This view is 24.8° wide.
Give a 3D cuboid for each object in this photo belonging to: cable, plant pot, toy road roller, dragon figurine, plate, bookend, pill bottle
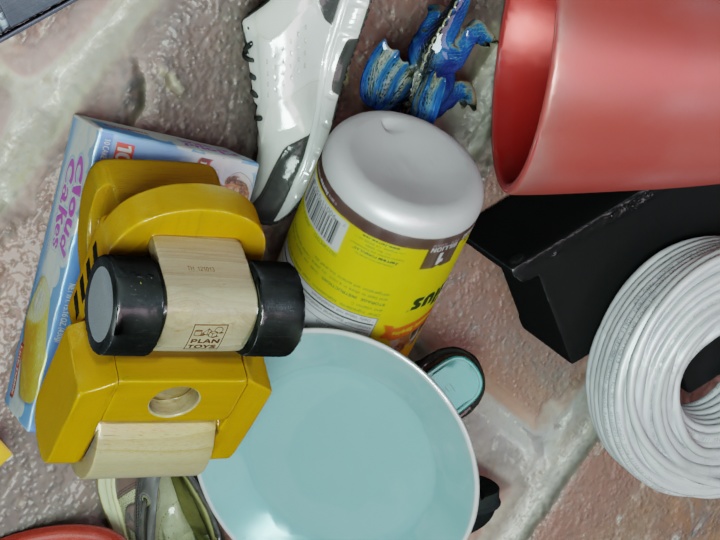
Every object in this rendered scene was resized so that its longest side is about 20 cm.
[{"bbox_3d":[0.260,0.070,1.200,0.199,0.069,0.201,3,108,-26],"label":"cable"},{"bbox_3d":[0.194,-0.141,1.109,0.176,0.200,0.202,6,101,-6],"label":"plant pot"},{"bbox_3d":[-0.125,0.023,1.002,0.122,0.147,0.200,2,139,-27],"label":"toy road roller"},{"bbox_3d":[0.040,-0.130,1.104,0.099,0.059,0.201,-45,160,-39],"label":"dragon figurine"},{"bbox_3d":[-0.015,0.126,1.082,0.199,0.026,0.202,7,114,17],"label":"plate"},{"bbox_3d":[0.205,0.014,1.245,0.198,0.092,0.201,-31,119,-12],"label":"bookend"},{"bbox_3d":[0.000,0.000,1.088,0.109,0.110,0.201,-1,138,-27],"label":"pill bottle"}]

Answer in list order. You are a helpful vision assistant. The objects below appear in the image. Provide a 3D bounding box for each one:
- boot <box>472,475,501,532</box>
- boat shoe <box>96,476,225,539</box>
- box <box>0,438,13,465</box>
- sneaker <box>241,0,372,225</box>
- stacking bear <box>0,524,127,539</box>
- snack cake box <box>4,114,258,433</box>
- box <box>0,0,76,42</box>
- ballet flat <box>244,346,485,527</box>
[{"bbox_3d":[0.011,0.242,1.216,0.197,0.073,0.164,-8,104,-18],"label":"boot"},{"bbox_3d":[-0.123,0.208,1.137,0.072,0.066,0.202,-30,115,-29],"label":"boat shoe"},{"bbox_3d":[-0.326,0.083,1.021,0.119,0.041,0.200,-42,115,-12],"label":"box"},{"bbox_3d":[-0.050,-0.131,1.098,0.079,0.074,0.201,14,93,-13],"label":"sneaker"},{"bbox_3d":[-0.179,0.282,1.112,0.113,0.122,0.201,-18,122,-7],"label":"stacking bear"},{"bbox_3d":[-0.150,0.010,1.074,0.114,0.067,0.201,11,98,-27],"label":"snack cake box"},{"bbox_3d":[-0.248,-0.235,0.970,0.157,0.051,0.201,-31,115,-16],"label":"box"},{"bbox_3d":[0.002,0.122,1.174,0.199,0.068,0.068,-29,98,-12],"label":"ballet flat"}]
